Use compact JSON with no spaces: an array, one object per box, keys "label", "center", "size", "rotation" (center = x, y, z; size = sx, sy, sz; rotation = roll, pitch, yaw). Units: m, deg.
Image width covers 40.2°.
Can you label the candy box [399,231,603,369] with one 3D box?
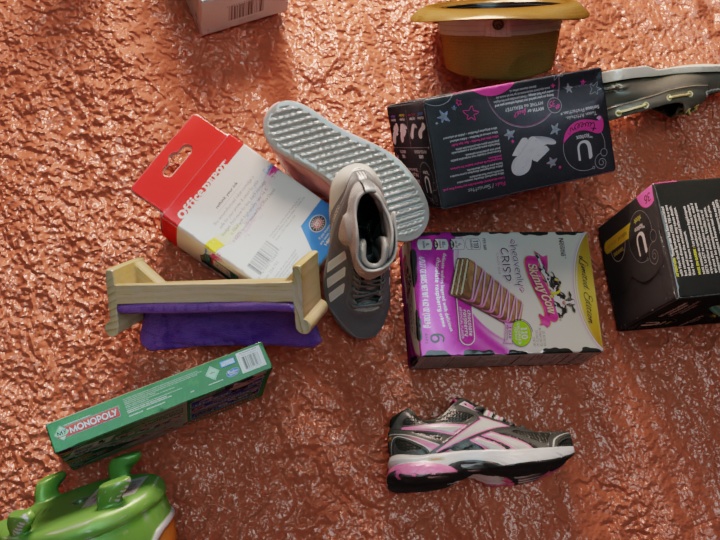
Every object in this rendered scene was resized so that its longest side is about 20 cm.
[{"label":"candy box","center":[0.148,0.031,1.049],"size":[0.199,0.061,0.137],"rotation":[-1,73,-11]}]

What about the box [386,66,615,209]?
[{"label":"box","center":[0.147,-0.140,1.053],"size":[0.199,0.132,0.115],"rotation":[-12,99,-14]}]

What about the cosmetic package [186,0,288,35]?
[{"label":"cosmetic package","center":[-0.164,-0.381,1.112],"size":[0.113,0.081,0.200],"rotation":[-22,79,-14]}]

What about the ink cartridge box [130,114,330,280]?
[{"label":"ink cartridge box","center":[-0.125,-0.056,1.024],"size":[0.200,0.067,0.116],"rotation":[36,71,2]}]

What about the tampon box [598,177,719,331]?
[{"label":"tampon box","center":[0.383,-0.018,1.058],"size":[0.199,0.150,0.127],"rotation":[-4,74,-11]}]

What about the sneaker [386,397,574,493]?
[{"label":"sneaker","center":[0.121,0.168,0.996],"size":[0.199,0.080,0.087],"rotation":[0,62,-16]}]

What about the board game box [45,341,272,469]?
[{"label":"board game box","center":[-0.184,0.129,0.922],"size":[0.199,0.135,0.029],"rotation":[-20,78,-16]}]

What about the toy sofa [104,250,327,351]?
[{"label":"toy sofa","center":[-0.136,0.037,0.943],"size":[0.199,0.083,0.098],"rotation":[-1,99,9]}]

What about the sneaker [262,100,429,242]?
[{"label":"sneaker","center":[-0.015,-0.103,1.041],"size":[0.200,0.105,0.075],"rotation":[36,87,-3]}]

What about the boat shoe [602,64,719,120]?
[{"label":"boat shoe","center":[0.361,-0.209,1.158],"size":[0.201,0.072,0.061],"rotation":[-7,95,-19]}]

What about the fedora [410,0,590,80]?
[{"label":"fedora","center":[0.156,-0.261,1.109],"size":[0.200,0.201,0.082],"rotation":[-7,110,-12]}]

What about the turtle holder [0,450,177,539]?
[{"label":"turtle holder","center":[-0.251,0.255,0.871],"size":[0.185,0.141,0.132],"rotation":[-19,97,-26]}]

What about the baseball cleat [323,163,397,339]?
[{"label":"baseball cleat","center":[0.000,0.000,0.958],"size":[0.069,0.201,0.107],"rotation":[-11,32,-8]}]
